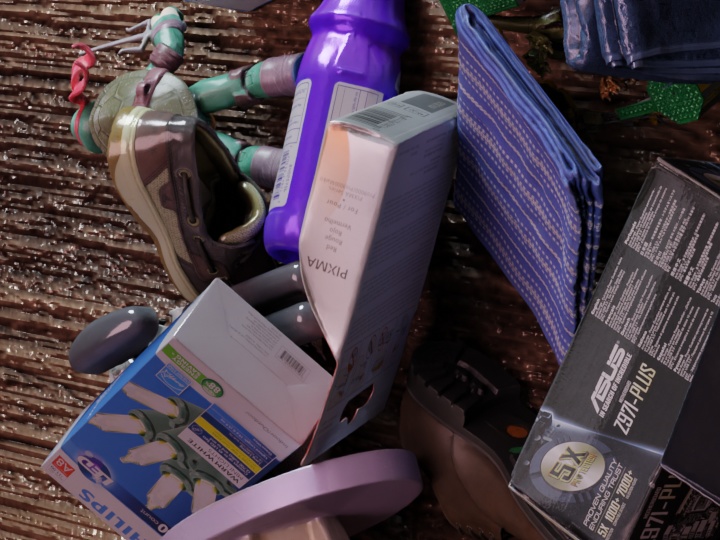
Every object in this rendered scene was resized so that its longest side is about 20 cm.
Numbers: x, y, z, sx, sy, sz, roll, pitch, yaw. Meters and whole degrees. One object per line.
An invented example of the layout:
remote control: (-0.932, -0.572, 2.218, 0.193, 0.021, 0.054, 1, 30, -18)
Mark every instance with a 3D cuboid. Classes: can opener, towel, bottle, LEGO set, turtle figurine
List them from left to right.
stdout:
turtle figurine: (-0.118, -0.095, 1.801, 0.199, 0.100, 0.151, 3, 101, 32)
can opener: (-0.104, 0.040, 1.713, 0.199, 0.067, 0.054, -22, 68, 43)
bottle: (-0.011, -0.101, 1.706, 0.065, 0.084, 0.202, 12, 80, -1)
towel: (0.090, -0.045, 1.577, 0.145, 0.024, 0.201, 56, 163, 29)
LEGO set: (0.147, -0.153, 1.577, 0.200, 0.116, 0.154, -25, 101, 52)
towel: (0.193, -0.154, 1.454, 0.048, 0.199, 0.113, -16, 78, 54)

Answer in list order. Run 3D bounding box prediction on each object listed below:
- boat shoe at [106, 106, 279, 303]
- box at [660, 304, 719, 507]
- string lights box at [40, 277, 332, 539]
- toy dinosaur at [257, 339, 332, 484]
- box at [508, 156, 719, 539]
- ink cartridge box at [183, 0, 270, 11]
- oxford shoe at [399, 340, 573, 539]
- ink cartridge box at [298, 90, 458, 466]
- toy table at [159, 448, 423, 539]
boat shoe: (-0.090, -0.032, 1.715, 0.066, 0.201, 0.072, 3, 59, 28)
box: (0.279, 0.033, 1.370, 0.124, 0.196, 0.201, 31, 108, 39)
string lights box: (-0.107, 0.097, 1.697, 0.103, 0.059, 0.200, 40, 139, -6)
toy dinosaur: (-0.053, 0.092, 1.746, 0.102, 0.077, 0.202, -15, 74, 54)
box: (0.193, 0.051, 1.469, 0.086, 0.163, 0.201, 36, 112, 36)
ink cartridge box: (-0.074, -0.284, 1.785, 0.116, 0.068, 0.202, -21, 74, 39)
oxford shoe: (0.095, 0.132, 1.626, 0.200, 0.072, 0.085, 46, 132, 36)
ink cartridge box: (0.000, 0.000, 1.626, 0.050, 0.162, 0.201, 22, 106, 13)
toy table: (-0.035, 0.195, 1.651, 0.200, 0.183, 0.118, -35, 63, 52)
